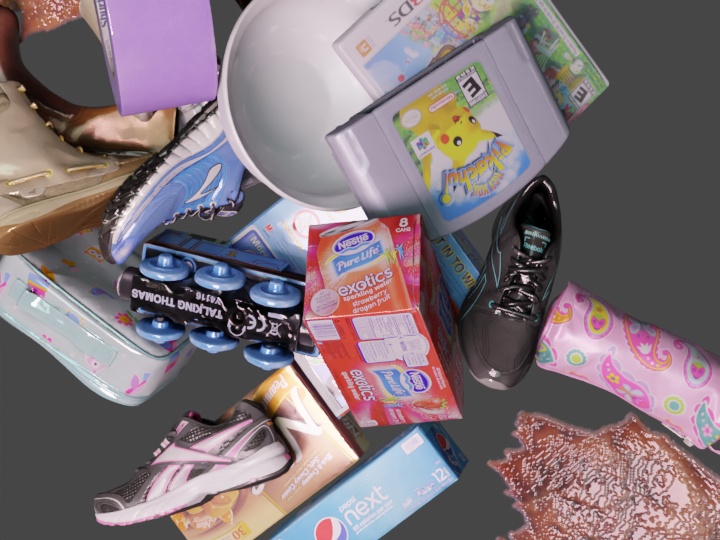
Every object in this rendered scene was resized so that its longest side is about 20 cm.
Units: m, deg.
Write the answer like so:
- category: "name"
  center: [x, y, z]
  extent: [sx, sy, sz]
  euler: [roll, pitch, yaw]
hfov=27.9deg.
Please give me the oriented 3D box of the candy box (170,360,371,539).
- category: "candy box"
  center: [-0.102, 0.188, 1.425]
  extent: [0.199, 0.055, 0.116]
  euler: [-38, 88, 15]

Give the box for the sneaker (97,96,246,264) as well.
- category: "sneaker"
  center: [-0.149, -0.072, 1.296]
  extent: [0.200, 0.078, 0.089]
  euler: [-45, 108, -17]

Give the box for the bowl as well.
- category: "bowl"
  center: [-0.049, -0.150, 1.269]
  extent: [0.199, 0.090, 0.204]
  euler: [2, 87, -31]

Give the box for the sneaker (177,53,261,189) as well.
- category: "sneaker"
  center: [-0.119, -0.176, 1.372]
  extent: [0.114, 0.075, 0.202]
  euler: [-16, 101, 6]

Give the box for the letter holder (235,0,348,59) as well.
- category: "letter holder"
  center: [-0.035, -0.299, 1.289]
  extent: [0.200, 0.100, 0.143]
  euler: [-42, 68, 15]

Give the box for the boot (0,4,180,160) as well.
- category: "boot"
  center: [-0.274, -0.160, 1.406]
  extent: [0.198, 0.068, 0.191]
  euler: [2, 93, 9]

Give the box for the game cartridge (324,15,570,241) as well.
- category: "game cartridge"
  center: [0.082, -0.110, 1.244]
  extent: [0.199, 0.040, 0.134]
  euler: [-34, 111, -12]

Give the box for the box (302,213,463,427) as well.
- category: "box"
  center: [0.024, 0.047, 1.239]
  extent: [0.099, 0.201, 0.096]
  euler: [-5, 57, 13]

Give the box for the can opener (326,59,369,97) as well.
- category: "can opener"
  center: [0.041, -0.149, 1.341]
  extent: [0.198, 0.053, 0.068]
  euler: [17, 99, 11]

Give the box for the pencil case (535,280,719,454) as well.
- category: "pencil case"
  center: [0.254, 0.088, 1.314]
  extent: [0.199, 0.087, 0.088]
  euler: [28, 104, 5]

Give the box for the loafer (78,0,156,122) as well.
- category: "loafer"
  center: [-0.229, -0.236, 1.369]
  extent: [0.067, 0.076, 0.202]
  euler: [-8, 82, -1]

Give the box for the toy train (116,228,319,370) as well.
- category: "toy train"
  center: [-0.118, 0.024, 1.315]
  extent: [0.198, 0.114, 0.088]
  euler: [12, 112, 12]

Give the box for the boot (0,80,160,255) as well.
- category: "boot"
  center: [-0.277, -0.111, 1.352]
  extent: [0.156, 0.199, 0.073]
  euler: [57, 150, 19]

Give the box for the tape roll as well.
- category: "tape roll"
  center: [-0.182, -0.236, 1.231]
  extent: [0.084, 0.200, 0.202]
  euler: [-11, 97, -10]

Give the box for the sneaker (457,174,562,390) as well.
- category: "sneaker"
  center: [0.135, 0.006, 1.280]
  extent: [0.075, 0.079, 0.202]
  euler: [14, 63, -3]

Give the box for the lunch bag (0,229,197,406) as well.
- category: "lunch bag"
  center: [-0.254, 0.036, 1.379]
  extent: [0.199, 0.160, 0.077]
  euler: [35, 113, 4]

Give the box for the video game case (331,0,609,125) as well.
- category: "video game case"
  center: [0.100, -0.179, 1.270]
  extent: [0.182, 0.022, 0.200]
  euler: [-43, 110, -9]

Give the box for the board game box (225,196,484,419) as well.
- category: "board game box"
  center: [0.000, 0.000, 1.372]
  extent: [0.195, 0.056, 0.201]
  euler: [-36, 90, 15]

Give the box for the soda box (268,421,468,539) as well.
- category: "soda box"
  center: [0.005, 0.224, 1.400]
  extent: [0.199, 0.068, 0.064]
  euler: [-38, 88, 15]

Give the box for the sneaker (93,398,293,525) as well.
- category: "sneaker"
  center: [-0.163, 0.181, 1.382]
  extent: [0.198, 0.080, 0.087]
  euler: [-20, 79, 9]
